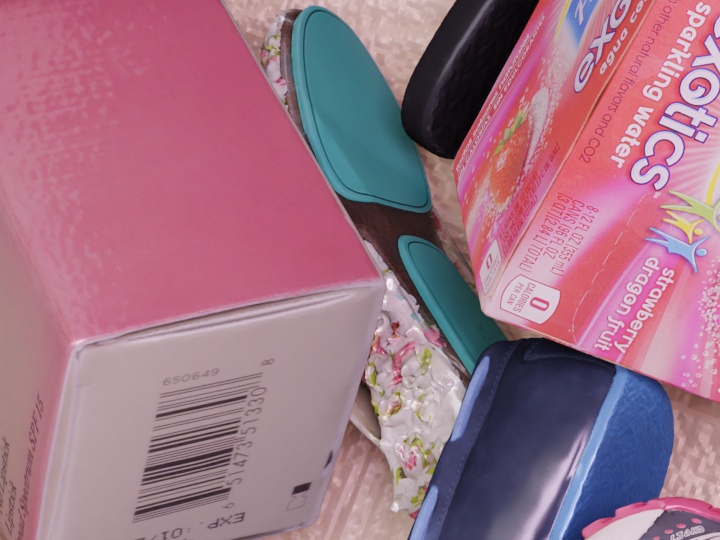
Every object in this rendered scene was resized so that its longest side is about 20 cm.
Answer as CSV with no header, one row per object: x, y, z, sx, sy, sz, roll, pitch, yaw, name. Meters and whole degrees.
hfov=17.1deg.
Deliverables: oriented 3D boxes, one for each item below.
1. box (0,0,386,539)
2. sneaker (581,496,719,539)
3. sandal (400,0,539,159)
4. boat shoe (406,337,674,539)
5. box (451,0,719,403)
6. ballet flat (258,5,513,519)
-0.089,-0.015,0.806,0.200,0.108,0.128,59,149,35,box
0.072,0.162,0.669,0.074,0.080,0.201,14,86,42,sneaker
0.067,-0.131,0.805,0.045,0.075,0.200,42,103,31,sandal
0.030,0.116,0.722,0.068,0.084,0.201,16,69,36,boat shoe
0.117,-0.072,0.695,0.095,0.102,0.201,-97,31,-61,box
0.000,0.000,0.815,0.064,0.075,0.201,-41,58,26,ballet flat
